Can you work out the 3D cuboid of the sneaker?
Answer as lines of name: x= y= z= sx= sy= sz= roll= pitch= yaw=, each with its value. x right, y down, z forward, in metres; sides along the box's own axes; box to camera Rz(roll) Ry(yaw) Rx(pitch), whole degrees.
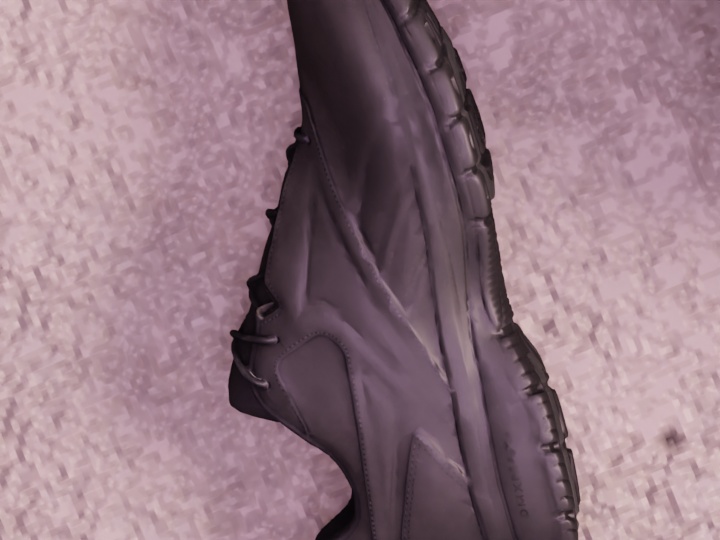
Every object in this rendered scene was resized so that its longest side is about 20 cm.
sneaker: x=0.000 y=0.000 z=0.753 sx=0.090 sy=0.076 sz=0.201 roll=-14 pitch=92 yaw=6
